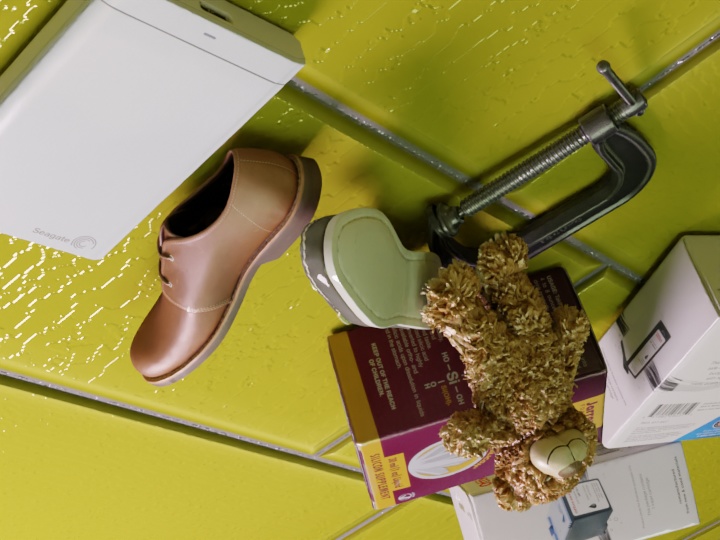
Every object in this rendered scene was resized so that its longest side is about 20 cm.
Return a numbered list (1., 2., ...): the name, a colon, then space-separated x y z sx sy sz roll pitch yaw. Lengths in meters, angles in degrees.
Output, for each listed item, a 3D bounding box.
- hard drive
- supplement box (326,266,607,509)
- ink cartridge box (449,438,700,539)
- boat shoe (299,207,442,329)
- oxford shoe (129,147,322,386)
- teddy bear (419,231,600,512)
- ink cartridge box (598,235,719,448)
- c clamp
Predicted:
1. hard drive: -0.144 -0.084 0.769 0.131 0.027 0.200 19 133 -43
2. supplement box: 0.085 0.096 1.078 0.198 0.104 0.131 -17 146 -2
3. ink cartridge box: 0.193 0.210 1.265 0.198 0.087 0.146 -16 -178 -4
4. boat shoe: 0.000 0.003 0.896 0.060 0.073 0.202 4 172 21
5. oxford shoe: -0.107 -0.005 0.874 0.071 0.072 0.200 15 124 -34
6. teddy bear: 0.111 0.073 0.948 0.144 0.202 0.066 -12 -176 -43
7. ink cartridge box: 0.294 0.060 1.143 0.145 0.085 0.200 -1 143 -25
8. c clamp: 0.121 -0.061 0.938 0.199 0.027 0.170 -35 149 23
